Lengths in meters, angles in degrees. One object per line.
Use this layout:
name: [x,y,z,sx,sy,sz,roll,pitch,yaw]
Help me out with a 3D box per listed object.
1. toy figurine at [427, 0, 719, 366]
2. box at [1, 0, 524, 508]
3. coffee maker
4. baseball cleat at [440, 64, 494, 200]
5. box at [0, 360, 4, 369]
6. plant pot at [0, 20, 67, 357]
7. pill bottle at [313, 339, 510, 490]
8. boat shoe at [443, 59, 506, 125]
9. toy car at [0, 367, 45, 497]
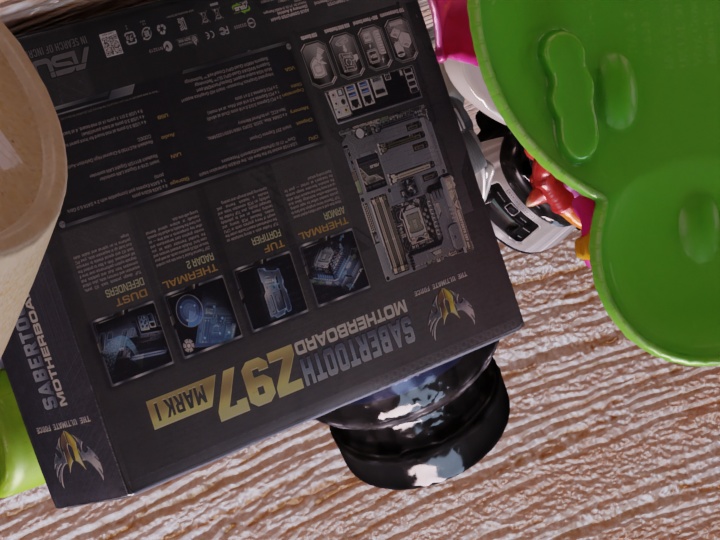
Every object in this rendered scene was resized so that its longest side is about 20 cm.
toy figurine: [0.089,-0.076,0.878,0.150,0.201,0.184,-9,-172,-13]
box: [-0.045,-0.021,0.861,0.200,0.158,0.051,-22,-177,-40]
coffee maker: [0.181,-0.104,1.632,0.192,0.135,0.200,-22,179,-24]
baseball cleat: [0.009,-0.056,1.363,0.070,0.107,0.200,-27,-178,-22]
box: [-0.131,0.013,1.206,0.200,0.137,0.040,-24,180,37]
plant pot: [-0.163,0.013,0.560,0.200,0.188,0.187,-40,170,30]
pill bottle: [0.000,0.000,1.094,0.112,0.200,0.112,-15,-145,11]
boat shoe: [0.095,-0.114,1.292,0.200,0.075,0.093,10,-171,-44]
toy car: [-0.252,0.031,1.045,0.164,0.158,0.200,-16,-156,-38]
